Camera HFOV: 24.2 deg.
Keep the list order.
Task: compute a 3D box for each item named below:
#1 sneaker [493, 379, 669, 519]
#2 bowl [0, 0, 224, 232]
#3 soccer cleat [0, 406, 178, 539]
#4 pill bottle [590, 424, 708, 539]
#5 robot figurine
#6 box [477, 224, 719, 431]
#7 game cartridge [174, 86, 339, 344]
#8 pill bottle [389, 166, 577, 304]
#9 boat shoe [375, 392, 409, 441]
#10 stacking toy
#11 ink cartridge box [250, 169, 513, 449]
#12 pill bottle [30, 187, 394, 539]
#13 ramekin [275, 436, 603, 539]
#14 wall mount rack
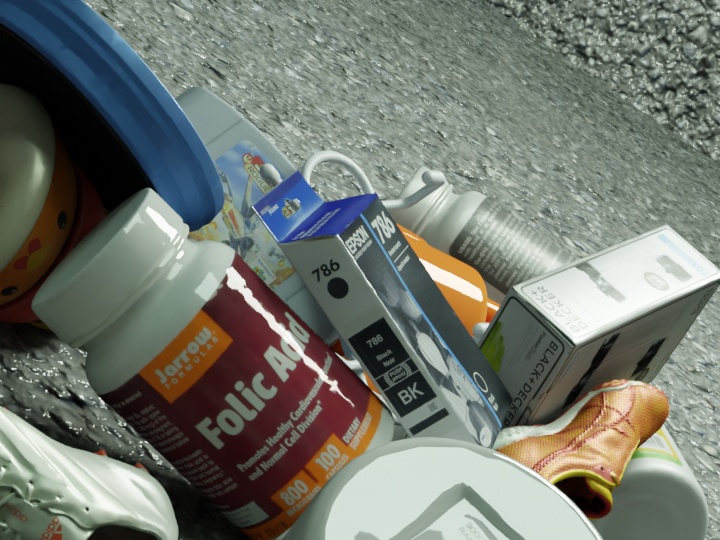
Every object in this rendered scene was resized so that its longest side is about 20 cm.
[{"bbox_3d":[0.147,0.129,1.102,0.077,0.073,0.199,43,41,24],"label":"sneaker"},{"bbox_3d":[-0.166,-0.095,1.016,0.200,0.039,0.201,41,-18,16],"label":"bowl"},{"bbox_3d":[-0.172,0.113,0.833,0.199,0.069,0.078,23,24,-36],"label":"soccer cleat"},{"bbox_3d":[0.177,0.139,1.259,0.111,0.111,0.200,25,20,-22],"label":"pill bottle"},{"bbox_3d":[0.016,0.028,1.262,0.199,0.145,0.116,26,-8,-21],"label":"robot figurine"},{"bbox_3d":[0.157,0.047,1.162,0.060,0.117,0.199,44,39,22],"label":"box"},{"bbox_3d":[-0.090,-0.022,1.146,0.200,0.133,0.042,51,-20,0],"label":"game cartridge"},{"bbox_3d":[0.111,0.002,1.481,0.199,0.113,0.113,35,19,4],"label":"pill bottle"},{"bbox_3d":[0.050,0.125,1.153,0.200,0.069,0.072,40,20,17],"label":"boat shoe"},{"bbox_3d":[-0.191,-0.012,1.048,0.200,0.146,0.146,35,12,-47],"label":"stacking toy"},{"bbox_3d":[0.017,0.023,1.006,0.201,0.039,0.099,54,22,-6],"label":"ink cartridge box"},{"bbox_3d":[-0.085,0.056,0.962,0.200,0.114,0.114,45,16,-15],"label":"pill bottle"},{"bbox_3d":[0.041,0.182,0.849,0.199,0.098,0.201,14,45,-14],"label":"ramekin"},{"bbox_3d":[0.000,0.000,1.101,0.173,0.074,0.201,-4,70,-42],"label":"wall mount rack"}]
